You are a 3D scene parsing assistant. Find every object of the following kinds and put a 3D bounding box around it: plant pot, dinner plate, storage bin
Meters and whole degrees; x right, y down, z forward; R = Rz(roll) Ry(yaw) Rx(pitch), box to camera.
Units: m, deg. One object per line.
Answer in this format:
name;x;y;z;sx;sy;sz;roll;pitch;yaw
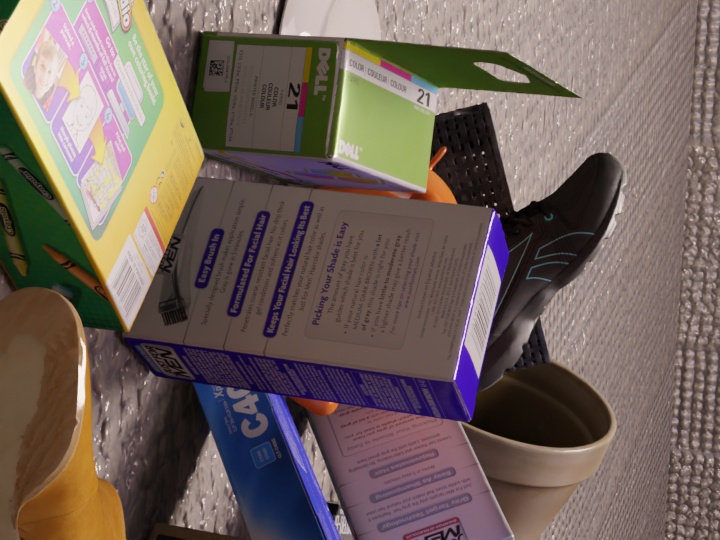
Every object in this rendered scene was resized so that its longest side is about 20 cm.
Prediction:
plant pot;0.103;0.175;1.431;0.200;0.199;0.174;-41;151;-63
dinner plate;-0.017;-0.143;1.181;0.200;0.024;0.201;7;90;-70
storage bin;0.080;-0.022;1.277;0.135;0.093;0.201;-73;149;-81

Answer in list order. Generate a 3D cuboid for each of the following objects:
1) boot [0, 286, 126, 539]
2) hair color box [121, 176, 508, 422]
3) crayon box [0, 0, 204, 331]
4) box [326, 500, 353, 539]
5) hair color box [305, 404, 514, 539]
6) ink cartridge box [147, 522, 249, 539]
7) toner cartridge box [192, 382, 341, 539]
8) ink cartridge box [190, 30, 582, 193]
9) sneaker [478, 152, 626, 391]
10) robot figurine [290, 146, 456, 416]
boot;-0.155;0.108;0.816;0.144;0.070;0.202;5;95;-77
hair color box;-0.024;0.014;0.937;0.065;0.199;0.110;66;36;-60
crayon box;-0.143;-0.077;0.777;0.200;0.058;0.119;73;30;-50
box;-0.029;0.255;1.245;0.200;0.050;0.158;28;70;-70
hair color box;0.031;0.146;1.158;0.200;0.099;0.061;-114;-171;-46
ink cartridge box;-0.092;0.271;1.025;0.200;0.075;0.165;65;38;-58
toner cartridge box;-0.047;0.140;0.989;0.095;0.043;0.200;63;2;-60
ink cartridge box;0.017;-0.092;1.000;0.148;0.199;0.076;13;85;-64
sneaker;0.114;-0.010;1.168;0.200;0.079;0.075;-53;-170;-3
robot figurine;-0.001;0.000;1.123;0.144;0.116;0.200;79;32;-54
